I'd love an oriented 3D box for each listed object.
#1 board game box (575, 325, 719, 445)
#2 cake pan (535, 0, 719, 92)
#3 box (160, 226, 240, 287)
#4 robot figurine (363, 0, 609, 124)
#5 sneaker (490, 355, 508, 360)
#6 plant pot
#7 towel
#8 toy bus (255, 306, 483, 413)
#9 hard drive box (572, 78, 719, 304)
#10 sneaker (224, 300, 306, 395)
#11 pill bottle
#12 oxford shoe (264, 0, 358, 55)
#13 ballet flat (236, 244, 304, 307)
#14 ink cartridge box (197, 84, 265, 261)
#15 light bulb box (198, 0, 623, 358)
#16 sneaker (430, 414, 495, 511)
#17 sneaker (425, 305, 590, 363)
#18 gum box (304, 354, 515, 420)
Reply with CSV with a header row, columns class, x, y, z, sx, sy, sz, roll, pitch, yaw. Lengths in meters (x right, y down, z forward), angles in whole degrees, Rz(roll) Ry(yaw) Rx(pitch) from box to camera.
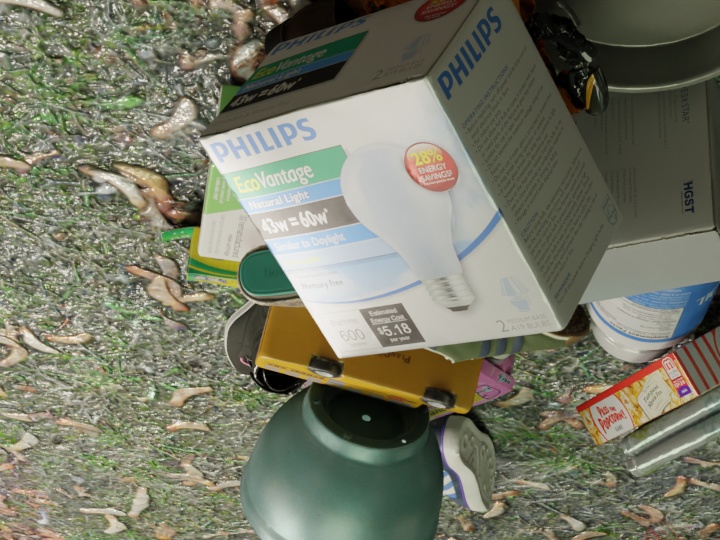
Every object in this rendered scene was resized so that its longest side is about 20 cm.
class,x,y,z,sx,sy,sz,roll,pitch,yaw
board game box,0.309,0.091,1.384,0.151,0.046,0.200,-25,170,-24
cake pan,0.196,-0.199,1.037,0.200,0.037,0.200,4,148,2
box,-0.083,-0.004,1.346,0.199,0.049,0.117,10,176,-5
robot figurine,0.079,-0.158,1.032,0.200,0.058,0.145,49,145,-17
sneaker,0.111,0.017,1.381,0.087,0.076,0.200,-25,148,33
plant pot,-0.005,0.177,1.430,0.200,0.201,0.134,10,126,-9
towel,0.350,0.133,1.438,0.200,0.048,0.171,-31,171,16
toy bus,0.008,0.080,1.371,0.199,0.065,0.078,15,164,-4
hard drive box,0.184,-0.060,1.154,0.199,0.156,0.077,-10,146,24
sneaker,-0.095,0.086,1.488,0.071,0.099,0.200,13,149,-17
pill bottle,0.252,0.000,1.283,0.112,0.113,0.200,4,152,2
oxford shoe,0.021,-0.118,1.114,0.084,0.073,0.200,-30,112,35
ballet flat,0.000,0.000,1.218,0.199,0.068,0.067,1,169,14
ink cartridge box,-0.027,-0.068,1.238,0.199,0.084,0.146,8,149,-6
light bulb box,0.036,-0.063,1.003,0.198,0.125,0.200,-11,122,39
sneaker,0.067,0.213,1.703,0.146,0.081,0.200,2,153,20
sneaker,0.107,0.044,1.318,0.200,0.067,0.090,13,139,-41
gum box,0.052,0.097,1.511,0.113,0.066,0.200,32,140,-32
